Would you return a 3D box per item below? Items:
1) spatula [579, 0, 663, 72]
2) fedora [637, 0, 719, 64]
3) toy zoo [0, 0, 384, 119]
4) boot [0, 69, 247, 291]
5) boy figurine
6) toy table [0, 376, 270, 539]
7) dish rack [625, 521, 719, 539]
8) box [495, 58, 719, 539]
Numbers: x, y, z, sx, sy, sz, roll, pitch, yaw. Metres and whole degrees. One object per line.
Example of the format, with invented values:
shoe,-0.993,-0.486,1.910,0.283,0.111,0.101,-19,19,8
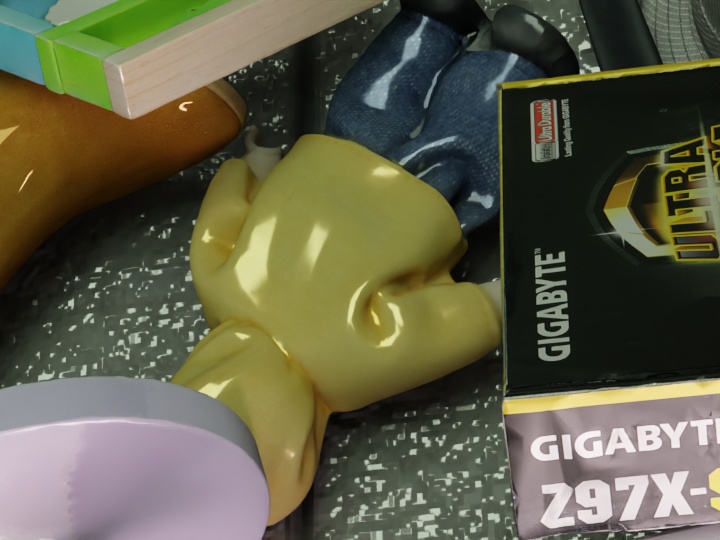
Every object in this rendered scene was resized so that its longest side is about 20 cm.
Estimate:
spatula,0.076,-0.114,0.965,0.056,0.021,0.201,-25,52,11
fedora,0.173,-0.120,0.916,0.177,0.090,0.200,38,79,29
toy zoo,-0.085,-0.105,0.966,0.131,0.021,0.200,-27,31,-30
boot,-0.137,0.004,0.949,0.200,0.071,0.145,-7,53,29
boy figurine,0.000,0.000,0.923,0.124,0.064,0.201,23,73,25
toy table,-0.115,0.125,0.838,0.199,0.184,0.117,-31,42,13
dish rack,0.102,0.149,0.715,0.199,0.044,0.173,-13,62,4
box,0.118,-0.002,0.796,0.158,0.050,0.200,-4,27,5
